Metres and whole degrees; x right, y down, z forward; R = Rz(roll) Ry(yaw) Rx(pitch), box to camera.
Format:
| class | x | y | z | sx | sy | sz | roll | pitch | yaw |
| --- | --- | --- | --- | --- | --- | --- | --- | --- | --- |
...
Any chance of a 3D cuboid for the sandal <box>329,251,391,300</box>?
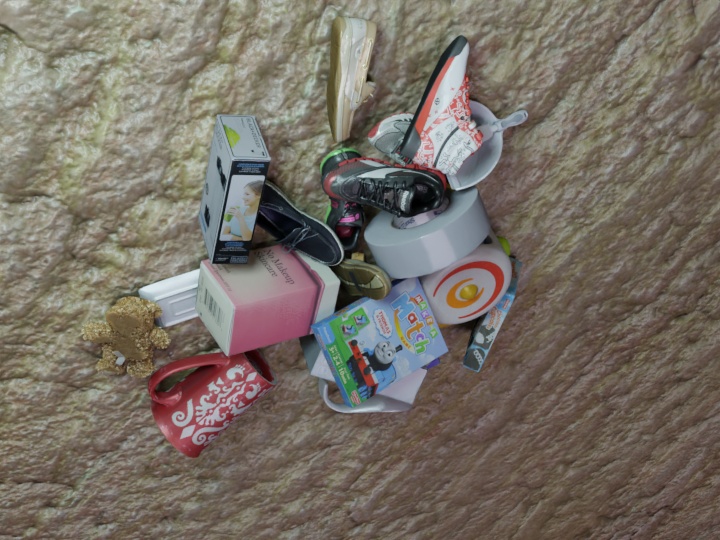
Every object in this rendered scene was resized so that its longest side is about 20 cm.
| class | x | y | z | sx | sy | sz | roll | pitch | yaw |
| --- | --- | --- | --- | --- | --- | --- | --- | --- | --- |
| sandal | 0.000 | 0.000 | 1.717 | 0.054 | 0.200 | 0.081 | -35 | 116 | -23 |

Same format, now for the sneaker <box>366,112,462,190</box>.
| class | x | y | z | sx | sy | sz | roll | pitch | yaw |
| --- | --- | --- | --- | --- | --- | --- | --- | --- | --- |
| sneaker | 0.097 | -0.188 | 1.643 | 0.199 | 0.082 | 0.078 | 17 | 137 | -35 |

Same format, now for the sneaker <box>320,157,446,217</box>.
| class | x | y | z | sx | sy | sz | roll | pitch | yaw |
| --- | --- | --- | --- | --- | --- | --- | --- | --- | --- |
| sneaker | 0.040 | -0.125 | 1.577 | 0.199 | 0.098 | 0.071 | 3 | 117 | -9 |

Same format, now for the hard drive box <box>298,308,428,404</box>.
| class | x | y | z | sx | sy | sz | roll | pitch | yaw |
| --- | --- | --- | --- | --- | --- | --- | --- | --- | --- |
| hard drive box | 0.002 | 0.145 | 1.834 | 0.199 | 0.156 | 0.077 | 18 | 108 | -18 |

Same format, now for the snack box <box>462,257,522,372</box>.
| class | x | y | z | sx | sy | sz | roll | pitch | yaw |
| --- | --- | --- | --- | --- | --- | --- | --- | --- | --- |
| snack box | 0.252 | 0.084 | 1.970 | 0.037 | 0.116 | 0.201 | 21 | 127 | 2 |

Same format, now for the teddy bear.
| class | x | y | z | sx | sy | sz | roll | pitch | yaw |
| --- | --- | --- | --- | --- | --- | --- | --- | --- | --- |
| teddy bear | -0.389 | 0.110 | 1.728 | 0.144 | 0.067 | 0.201 | -3 | 137 | 3 |

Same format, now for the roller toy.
| class | x | y | z | sx | sy | sz | roll | pitch | yaw |
| --- | --- | --- | --- | --- | --- | --- | --- | --- | --- |
| roller toy | 0.167 | 0.000 | 1.827 | 0.200 | 0.140 | 0.182 | -38 | 136 | 13 |

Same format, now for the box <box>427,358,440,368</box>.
| class | x | y | z | sx | sy | sz | roll | pitch | yaw |
| --- | --- | --- | --- | --- | --- | --- | --- | --- | --- |
| box | 0.075 | 0.133 | 1.983 | 0.117 | 0.048 | 0.200 | -26 | 136 | 0 |

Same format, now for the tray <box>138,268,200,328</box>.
| class | x | y | z | sx | sy | sz | roll | pitch | yaw |
| --- | --- | --- | --- | --- | --- | --- | --- | --- | --- |
| tray | -0.266 | 0.042 | 1.746 | 0.199 | 0.022 | 0.108 | -18 | 138 | -9 |

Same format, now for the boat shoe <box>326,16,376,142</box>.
| class | x | y | z | sx | sy | sz | roll | pitch | yaw |
| --- | --- | --- | --- | --- | --- | --- | --- | --- | --- |
| boat shoe | -0.009 | -0.277 | 1.520 | 0.069 | 0.074 | 0.201 | -5 | 133 | -13 |

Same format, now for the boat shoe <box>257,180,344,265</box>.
| class | x | y | z | sx | sy | sz | roll | pitch | yaw |
| --- | --- | --- | --- | --- | --- | --- | --- | --- | --- |
| boat shoe | -0.108 | -0.064 | 1.646 | 0.074 | 0.062 | 0.200 | -31 | 122 | 34 |

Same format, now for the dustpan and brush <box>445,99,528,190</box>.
| class | x | y | z | sx | sy | sz | roll | pitch | yaw |
| --- | --- | --- | --- | --- | --- | --- | --- | --- | --- |
| dustpan and brush | 0.201 | -0.224 | 1.668 | 0.057 | 0.140 | 0.200 | -16 | -171 | 44 |

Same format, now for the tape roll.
| class | x | y | z | sx | sy | sz | roll | pitch | yaw |
| --- | --- | --- | --- | --- | --- | --- | --- | --- | --- |
| tape roll | 0.109 | -0.068 | 1.682 | 0.200 | 0.200 | 0.066 | -27 | 112 | 0 |

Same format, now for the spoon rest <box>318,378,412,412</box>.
| class | x | y | z | sx | sy | sz | roll | pitch | yaw |
| --- | --- | --- | --- | --- | --- | --- | --- | --- | --- |
| spoon rest | 0.009 | 0.251 | 2.041 | 0.199 | 0.099 | 0.061 | 9 | 106 | -22 |

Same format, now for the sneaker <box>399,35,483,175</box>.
| class | x | y | z | sx | sy | sz | roll | pitch | yaw |
| --- | --- | --- | --- | --- | --- | --- | --- | --- | --- |
| sneaker | 0.147 | -0.246 | 1.575 | 0.107 | 0.067 | 0.202 | 24 | 95 | -10 |

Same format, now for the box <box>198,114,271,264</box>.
| class | x | y | z | sx | sy | sz | roll | pitch | yaw |
| --- | --- | --- | --- | --- | --- | --- | --- | --- | --- |
| box | -0.193 | -0.121 | 1.554 | 0.060 | 0.117 | 0.201 | 0 | 133 | -22 |

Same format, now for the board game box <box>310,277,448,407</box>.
| class | x | y | z | sx | sy | sz | roll | pitch | yaw |
| --- | --- | --- | --- | --- | --- | --- | --- | --- | --- |
| board game box | 0.035 | 0.115 | 1.731 | 0.199 | 0.037 | 0.152 | -29 | 104 | -21 |

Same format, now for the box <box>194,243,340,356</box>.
| class | x | y | z | sx | sy | sz | roll | pitch | yaw |
| --- | --- | --- | --- | --- | --- | --- | --- | --- | --- |
| box | -0.153 | 0.041 | 1.692 | 0.199 | 0.128 | 0.109 | -14 | 134 | -32 |

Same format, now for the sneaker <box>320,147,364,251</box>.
| class | x | y | z | sx | sy | sz | roll | pitch | yaw |
| --- | --- | --- | --- | --- | --- | --- | --- | --- | --- |
| sneaker | -0.019 | -0.114 | 1.666 | 0.076 | 0.084 | 0.201 | -16 | 137 | -12 |

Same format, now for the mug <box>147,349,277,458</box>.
| class | x | y | z | sx | sy | sz | roll | pitch | yaw |
| --- | --- | --- | --- | --- | --- | --- | --- | --- | --- |
| mug | -0.265 | 0.219 | 1.832 | 0.200 | 0.134 | 0.177 | -38 | 158 | 7 |
